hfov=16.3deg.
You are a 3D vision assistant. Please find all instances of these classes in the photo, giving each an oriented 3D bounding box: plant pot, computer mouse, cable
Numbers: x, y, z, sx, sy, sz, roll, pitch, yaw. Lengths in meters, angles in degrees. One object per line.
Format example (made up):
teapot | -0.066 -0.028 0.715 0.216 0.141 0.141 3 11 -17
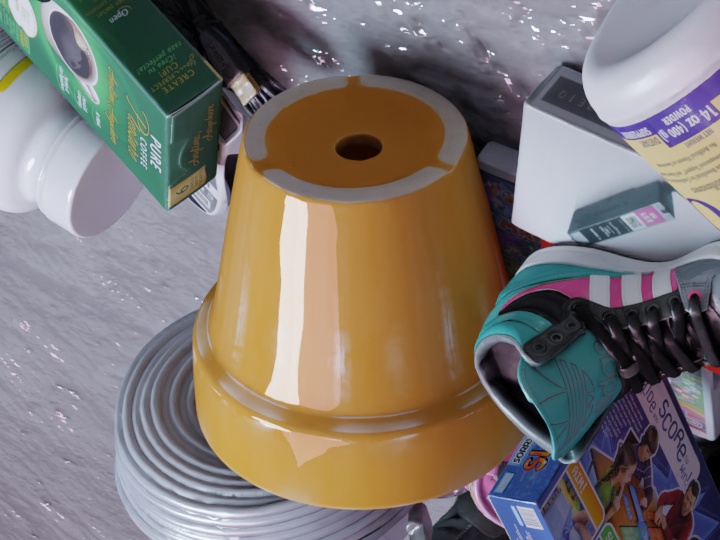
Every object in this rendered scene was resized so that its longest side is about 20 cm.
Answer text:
plant pot | 0.000 0.000 1.408 0.200 0.200 0.184 21 134 28
computer mouse | -0.088 -0.101 1.509 0.110 0.044 0.200 47 159 12
cable | -0.054 0.095 1.510 0.199 0.201 0.069 -5 133 8

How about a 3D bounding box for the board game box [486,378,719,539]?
board game box | 0.150 0.146 1.412 0.034 0.136 0.200 6 137 38

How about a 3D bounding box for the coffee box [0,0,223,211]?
coffee box | -0.158 -0.139 1.472 0.200 0.044 0.123 48 159 18

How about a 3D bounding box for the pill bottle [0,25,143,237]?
pill bottle | -0.230 -0.105 1.581 0.200 0.111 0.111 33 156 22

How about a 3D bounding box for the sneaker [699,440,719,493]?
sneaker | 0.206 0.131 1.535 0.199 0.071 0.083 14 135 35

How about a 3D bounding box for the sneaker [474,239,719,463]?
sneaker | 0.134 0.042 1.267 0.199 0.121 0.084 -1 127 43

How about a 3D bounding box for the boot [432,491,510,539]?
boot | 0.046 0.227 1.729 0.072 0.200 0.182 27 154 17

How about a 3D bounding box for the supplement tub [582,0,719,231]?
supplement tub | 0.210 -0.064 1.086 0.200 0.146 0.145 42 154 -13

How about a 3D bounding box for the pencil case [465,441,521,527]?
pencil case | 0.082 0.105 1.544 0.200 0.086 0.083 -154 45 -74

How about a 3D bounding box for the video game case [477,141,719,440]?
video game case | 0.142 0.015 1.457 0.143 0.018 0.200 24 152 25

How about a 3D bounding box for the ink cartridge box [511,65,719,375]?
ink cartridge box | 0.174 0.001 1.328 0.199 0.044 0.174 26 140 21

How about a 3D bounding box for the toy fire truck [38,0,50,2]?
toy fire truck | -0.160 -0.248 1.289 0.176 0.129 0.200 43 164 -15

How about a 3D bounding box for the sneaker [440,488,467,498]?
sneaker | -0.001 0.101 1.723 0.199 0.075 0.115 -9 130 49

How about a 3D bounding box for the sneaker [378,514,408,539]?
sneaker | -0.009 0.167 1.617 0.074 0.088 0.200 10 178 15
